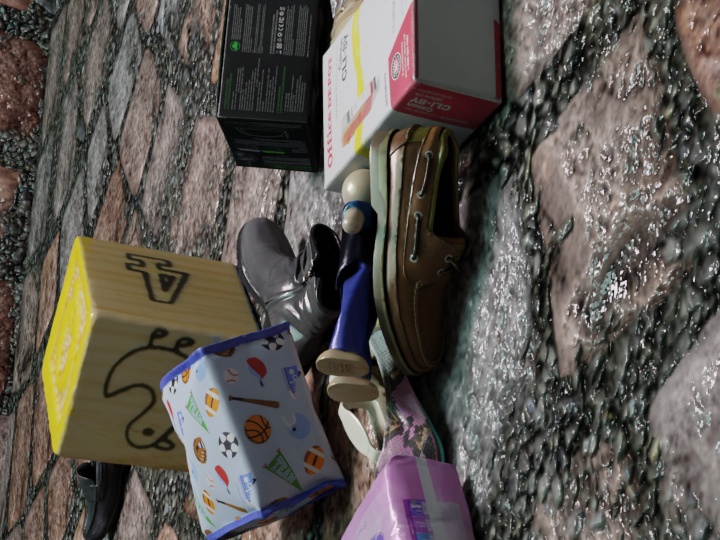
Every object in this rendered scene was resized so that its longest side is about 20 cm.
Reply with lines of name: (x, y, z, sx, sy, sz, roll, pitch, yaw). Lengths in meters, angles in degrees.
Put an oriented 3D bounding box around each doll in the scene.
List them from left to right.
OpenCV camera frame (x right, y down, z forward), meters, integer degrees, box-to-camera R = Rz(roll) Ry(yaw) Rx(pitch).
doll: (0.000, 0.000, 1.299, 0.137, 0.048, 0.202, 71, -159, -54)

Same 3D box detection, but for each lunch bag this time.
lunch bag: (-0.115, 0.161, 1.514, 0.200, 0.123, 0.171, -37, 70, 56)

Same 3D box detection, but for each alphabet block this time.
alphabet block: (-0.245, 0.098, 1.827, 0.197, 0.198, 0.197, -121, 44, -60)

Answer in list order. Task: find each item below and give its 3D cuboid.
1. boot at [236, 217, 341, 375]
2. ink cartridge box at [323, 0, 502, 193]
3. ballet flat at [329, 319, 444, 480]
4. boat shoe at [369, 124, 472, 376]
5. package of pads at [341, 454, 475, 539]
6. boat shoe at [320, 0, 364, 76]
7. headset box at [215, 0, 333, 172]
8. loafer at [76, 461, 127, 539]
boot: (-0.060, -0.004, 1.590, 0.132, 0.069, 0.201, -58, 41, 41)
ink cartridge box: (0.039, -0.165, 1.352, 0.200, 0.083, 0.147, 134, 140, -57)
ballet flat: (0.014, 0.105, 1.317, 0.201, 0.070, 0.070, -110, 23, -53)
boat shoe: (0.052, -0.015, 1.267, 0.072, 0.067, 0.202, -22, -73, -64)
package of pads: (0.042, 0.251, 1.178, 0.201, 0.075, 0.121, -103, 27, -46)
boat shoe: (0.007, -0.236, 1.486, 0.200, 0.071, 0.065, 152, 124, -66)
headset box: (-0.082, -0.206, 1.602, 0.200, 0.092, 0.176, 77, -163, -80)
loafer: (-0.373, 0.295, 2.264, 0.068, 0.070, 0.202, -125, 48, -62)
